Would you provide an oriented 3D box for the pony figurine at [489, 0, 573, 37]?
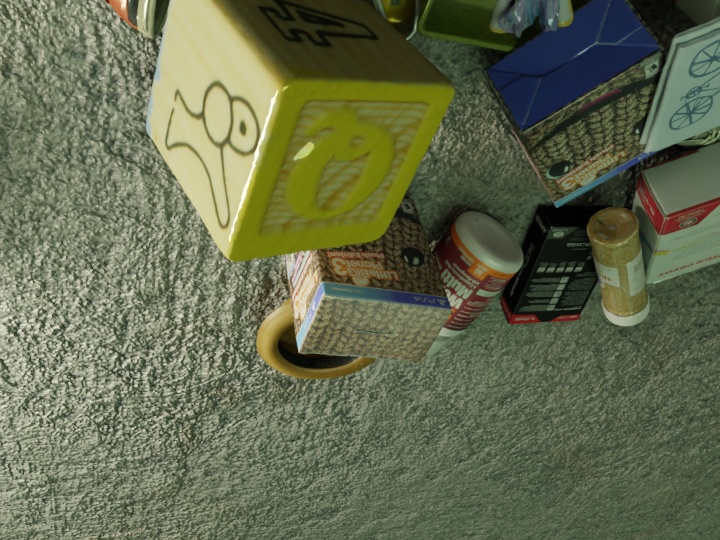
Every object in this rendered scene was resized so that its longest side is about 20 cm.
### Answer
[{"bbox_3d":[0.150,-0.297,0.571,0.165,0.193,0.201,24,143,24],"label":"pony figurine"}]

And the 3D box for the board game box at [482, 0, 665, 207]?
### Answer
[{"bbox_3d":[0.252,-0.184,0.801,0.159,0.098,0.200,-30,152,15],"label":"board game box"}]

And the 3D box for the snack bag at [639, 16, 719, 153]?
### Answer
[{"bbox_3d":[0.394,-0.209,0.722,0.198,0.022,0.189,-21,154,4],"label":"snack bag"}]

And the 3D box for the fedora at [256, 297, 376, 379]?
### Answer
[{"bbox_3d":[-0.053,0.077,1.030,0.198,0.082,0.202,-7,135,-7],"label":"fedora"}]

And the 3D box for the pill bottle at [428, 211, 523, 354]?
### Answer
[{"bbox_3d":[0.130,0.022,1.004,0.109,0.110,0.201,16,128,-28],"label":"pill bottle"}]

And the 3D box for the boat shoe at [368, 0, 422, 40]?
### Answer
[{"bbox_3d":[0.028,-0.309,0.667,0.074,0.087,0.203,-11,136,-4],"label":"boat shoe"}]

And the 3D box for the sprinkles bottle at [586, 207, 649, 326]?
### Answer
[{"bbox_3d":[0.367,-0.002,1.003,0.068,0.069,0.201,-23,136,9],"label":"sprinkles bottle"}]

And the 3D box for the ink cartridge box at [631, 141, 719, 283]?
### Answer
[{"bbox_3d":[0.456,-0.077,0.977,0.144,0.084,0.200,-19,152,4],"label":"ink cartridge box"}]

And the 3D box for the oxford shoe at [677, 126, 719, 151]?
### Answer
[{"bbox_3d":[0.447,-0.184,0.921,0.198,0.058,0.076,12,128,-27],"label":"oxford shoe"}]

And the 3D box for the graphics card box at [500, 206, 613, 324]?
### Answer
[{"bbox_3d":[0.298,-0.005,1.062,0.124,0.051,0.201,-2,135,-13],"label":"graphics card box"}]

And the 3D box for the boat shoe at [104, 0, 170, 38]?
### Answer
[{"bbox_3d":[-0.166,-0.300,0.628,0.062,0.071,0.200,42,123,-5],"label":"boat shoe"}]

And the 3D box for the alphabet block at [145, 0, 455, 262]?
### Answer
[{"bbox_3d":[-0.067,-0.153,0.677,0.195,0.201,0.196,-12,142,-37],"label":"alphabet block"}]

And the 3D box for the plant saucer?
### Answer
[{"bbox_3d":[0.160,-0.320,0.693,0.198,0.048,0.201,-2,135,-33],"label":"plant saucer"}]

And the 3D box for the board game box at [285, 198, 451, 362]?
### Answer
[{"bbox_3d":[0.000,0.000,0.873,0.158,0.201,0.097,7,132,-21],"label":"board game box"}]

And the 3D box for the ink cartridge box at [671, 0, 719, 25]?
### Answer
[{"bbox_3d":[0.416,-0.324,0.712,0.198,0.146,0.084,-12,135,-4],"label":"ink cartridge box"}]
